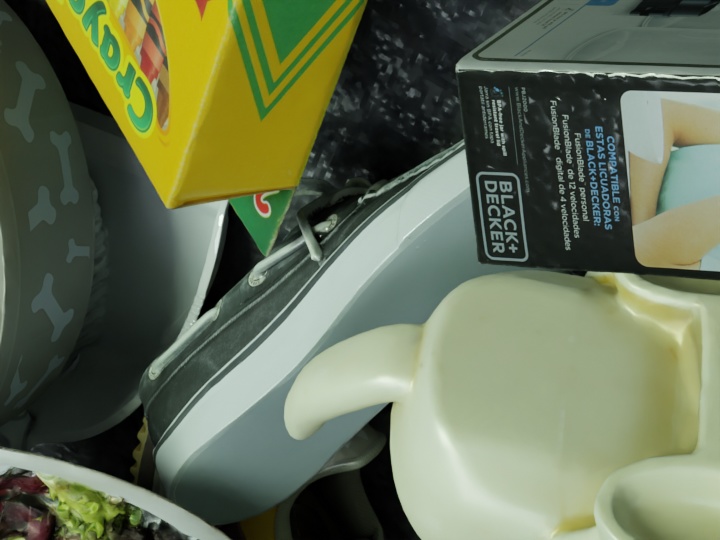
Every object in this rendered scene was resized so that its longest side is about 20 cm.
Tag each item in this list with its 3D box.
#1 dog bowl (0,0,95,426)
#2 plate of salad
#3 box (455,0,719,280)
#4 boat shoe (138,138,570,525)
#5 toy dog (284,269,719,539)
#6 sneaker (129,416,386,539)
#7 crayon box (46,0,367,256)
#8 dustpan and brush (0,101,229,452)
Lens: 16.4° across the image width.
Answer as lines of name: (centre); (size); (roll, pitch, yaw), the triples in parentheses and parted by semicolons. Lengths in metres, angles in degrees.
dog bowl: (-0.174, -0.023, 0.875); (0.200, 0.059, 0.201); (11, 108, 37)
plate of salad: (-0.131, 0.111, 0.856); (0.199, 0.048, 0.200); (6, 149, 3)
box: (0.140, -0.043, 0.671); (0.199, 0.117, 0.060); (5, 114, 30)
boat shoe: (0.002, 0.001, 0.820); (0.073, 0.068, 0.199); (17, 128, -42)
toy dog: (0.077, 0.093, 0.790); (0.193, 0.140, 0.200); (-4, 144, 0)
sneaker: (-0.038, 0.123, 0.934); (0.090, 0.075, 0.200); (23, 133, 21)
crayon box: (-0.047, -0.110, 0.739); (0.127, 0.051, 0.200); (57, 143, 32)
dustpan and brush: (-0.123, 0.033, 0.926); (0.139, 0.057, 0.200); (21, 131, 17)
